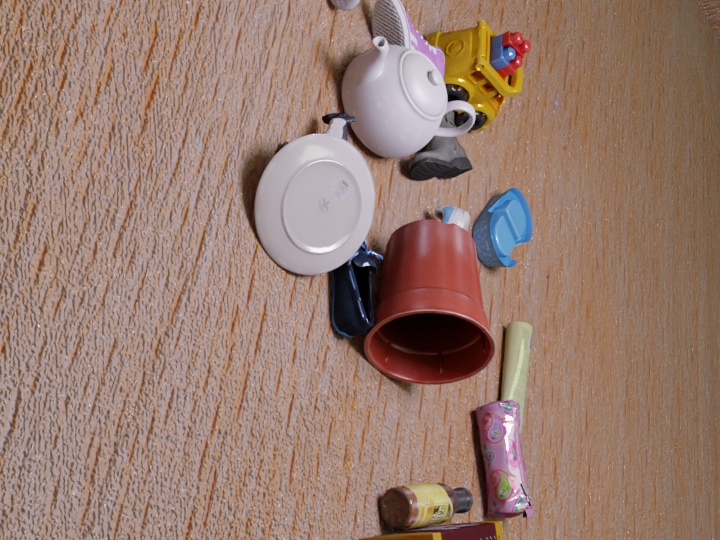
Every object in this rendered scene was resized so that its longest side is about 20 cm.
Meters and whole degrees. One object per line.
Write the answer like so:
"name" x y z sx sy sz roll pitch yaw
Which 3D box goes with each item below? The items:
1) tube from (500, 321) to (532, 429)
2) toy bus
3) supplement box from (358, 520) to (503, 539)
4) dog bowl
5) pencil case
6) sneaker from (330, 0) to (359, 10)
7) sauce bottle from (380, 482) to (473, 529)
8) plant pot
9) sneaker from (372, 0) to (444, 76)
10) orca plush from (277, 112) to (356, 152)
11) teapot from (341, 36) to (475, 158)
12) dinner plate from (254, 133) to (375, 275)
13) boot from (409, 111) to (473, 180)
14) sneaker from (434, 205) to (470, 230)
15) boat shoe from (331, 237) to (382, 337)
"tube" 0.287 0.196 1.935 0.057 0.052 0.203 12 66 -7
"toy bus" 0.238 -0.370 1.931 0.199 0.190 0.138 35 50 -46
"supplement box" 0.115 0.477 1.510 0.199 0.131 0.200 11 70 -53
"dog bowl" 0.274 -0.079 2.004 0.112 0.049 0.200 62 37 -19
"pencil case" 0.251 0.328 1.799 0.087 0.087 0.203 11 69 -53
"sneaker" -0.017 -0.523 1.724 0.082 0.076 0.203 13 68 -59
"sauce bottle" 0.109 0.360 1.601 0.199 0.065 0.067 9 71 -52
"plant pot" 0.109 0.041 1.618 0.201 0.199 0.197 42 38 -39
"sneaker" 0.089 -0.396 1.819 0.114 0.072 0.203 -40 123 -38
"orca plush" -0.073 -0.154 1.544 0.104 0.071 0.202 15 51 -2
"teapot" 0.077 -0.286 1.694 0.200 0.145 0.200 -34 101 -51
"dinner plate" -0.058 -0.091 1.468 0.198 0.024 0.203 -9 107 -32
"boot" 0.125 -0.232 1.846 0.199 0.067 0.132 -9 78 -60
"sneaker" 0.133 -0.018 1.781 0.072 0.071 0.202 69 35 -63
"boat shoe" 0.000 0.000 1.566 0.084 0.068 0.203 13 68 -52
